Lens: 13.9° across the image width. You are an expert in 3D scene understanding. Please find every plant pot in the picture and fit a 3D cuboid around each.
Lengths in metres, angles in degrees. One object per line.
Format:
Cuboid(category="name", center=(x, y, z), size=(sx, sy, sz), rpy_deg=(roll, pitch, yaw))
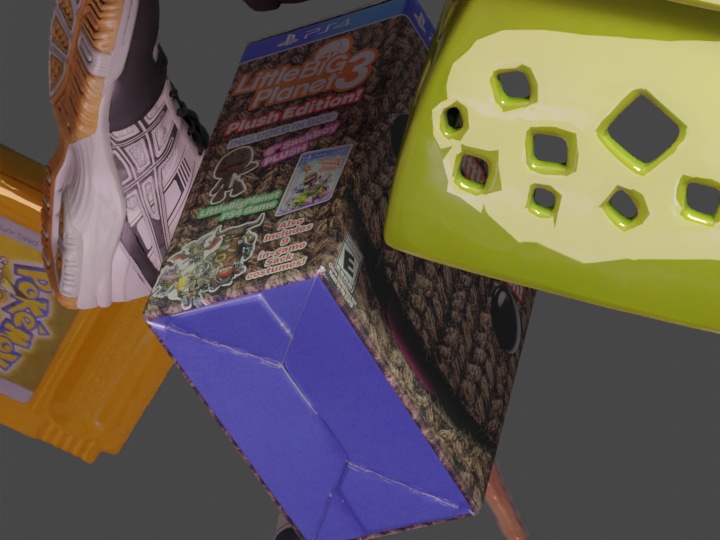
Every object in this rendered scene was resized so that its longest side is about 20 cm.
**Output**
Cuboid(category="plant pot", center=(0.131, -0.111, 1.256), size=(0.199, 0.199, 0.182), rpy_deg=(13, 128, 7))

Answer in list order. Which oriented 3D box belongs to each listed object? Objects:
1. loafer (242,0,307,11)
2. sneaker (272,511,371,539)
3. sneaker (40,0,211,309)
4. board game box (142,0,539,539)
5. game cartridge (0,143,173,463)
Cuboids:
Cuboid(category="loafer", center=(-0.022, -0.204, 1.307), size=(0.071, 0.073, 0.201), rpy_deg=(0, 136, 2))
Cuboid(category="sneaker", center=(-0.008, 0.249, 1.666), size=(0.077, 0.147, 0.203), rpy_deg=(-14, 128, 26))
Cuboid(category="sneaker", center=(-0.108, -0.073, 1.461), size=(0.087, 0.076, 0.201), rpy_deg=(-4, 129, -17))
Cuboid(category="board game box", center=(0.000, 0.000, 1.389), size=(0.096, 0.201, 0.160), rpy_deg=(-14, 127, 27))
Cuboid(category="game cartridge", center=(-0.192, 0.011, 1.581), size=(0.199, 0.033, 0.177), rpy_deg=(27, 134, -7))
